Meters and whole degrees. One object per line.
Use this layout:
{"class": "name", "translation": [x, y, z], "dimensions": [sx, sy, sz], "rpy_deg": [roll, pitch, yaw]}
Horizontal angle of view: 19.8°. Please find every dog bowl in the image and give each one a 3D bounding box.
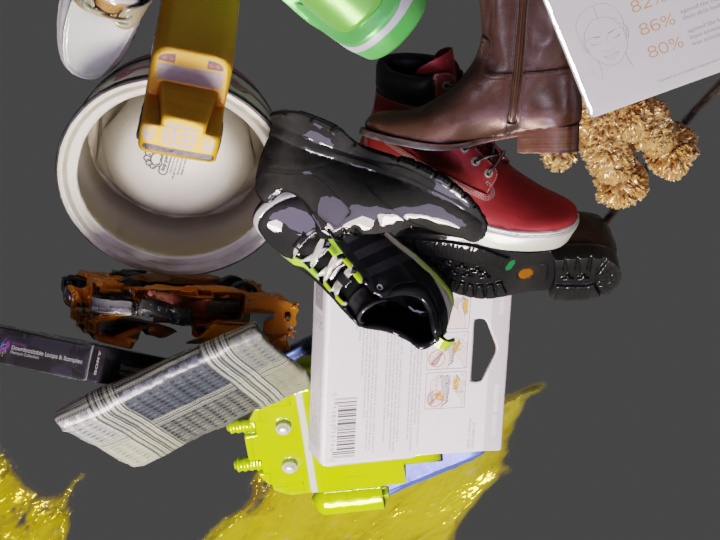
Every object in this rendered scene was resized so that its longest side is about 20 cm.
{"class": "dog bowl", "translation": [-0.155, -0.097, 1.752], "dimensions": [0.198, 0.074, 0.201], "rpy_deg": [1, 127, 1]}

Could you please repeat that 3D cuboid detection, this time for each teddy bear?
{"class": "teddy bear", "translation": [0.208, -0.134, 1.725], "dimensions": [0.144, 0.067, 0.201], "rpy_deg": [-13, 126, 7]}

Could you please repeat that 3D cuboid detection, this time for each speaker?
{"class": "speaker", "translation": [-0.041, -0.255, 1.628], "dimensions": [0.088, 0.089, 0.200], "rpy_deg": [-39, 117, 25]}

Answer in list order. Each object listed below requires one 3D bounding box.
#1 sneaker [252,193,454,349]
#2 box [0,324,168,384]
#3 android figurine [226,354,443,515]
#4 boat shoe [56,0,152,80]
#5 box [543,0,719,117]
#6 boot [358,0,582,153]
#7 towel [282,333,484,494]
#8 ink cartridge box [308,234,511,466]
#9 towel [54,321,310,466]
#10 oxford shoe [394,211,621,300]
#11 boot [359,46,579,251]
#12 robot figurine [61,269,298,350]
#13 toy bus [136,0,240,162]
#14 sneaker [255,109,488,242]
{"class": "sneaker", "translation": [0.000, 0.000, 1.724], "dimensions": [0.199, 0.083, 0.072], "rpy_deg": [29, 121, -14]}
{"class": "box", "translation": [-0.244, 0.078, 1.799], "dimensions": [0.142, 0.036, 0.200], "rpy_deg": [9, 175, 25]}
{"class": "android figurine", "translation": [-0.024, 0.150, 1.928], "dimensions": [0.198, 0.041, 0.183], "rpy_deg": [-5, 123, 1]}
{"class": "boat shoe", "translation": [-0.201, -0.231, 1.657], "dimensions": [0.074, 0.069, 0.201], "rpy_deg": [15, 125, -10]}
{"class": "box", "translation": [0.203, -0.241, 1.522], "dimensions": [0.151, 0.107, 0.201], "rpy_deg": [-19, 123, 12]}
{"class": "boot", "translation": [0.091, -0.197, 1.649], "dimensions": [0.184, 0.064, 0.202], "rpy_deg": [1, 99, 0]}
{"class": "towel", "translation": [0.016, 0.130, 1.947], "dimensions": [0.144, 0.024, 0.201], "rpy_deg": [-23, 123, 15]}
{"class": "ink cartridge box", "translation": [0.044, 0.069, 1.849], "dimensions": [0.175, 0.045, 0.202], "rpy_deg": [-3, 107, -19]}
{"class": "towel", "translation": [-0.149, 0.106, 1.782], "dimensions": [0.191, 0.035, 0.200], "rpy_deg": [-25, 161, 4]}
{"class": "oxford shoe", "translation": [0.123, -0.024, 1.797], "dimensions": [0.198, 0.085, 0.073], "rpy_deg": [5, 140, -8]}
{"class": "boot", "translation": [0.097, -0.106, 1.723], "dimensions": [0.198, 0.073, 0.145], "rpy_deg": [20, 124, 10]}
{"class": "robot figurine", "translation": [-0.162, 0.034, 1.794], "dimensions": [0.198, 0.145, 0.059], "rpy_deg": [2, 99, -24]}
{"class": "toy bus", "translation": [-0.131, -0.169, 1.619], "dimensions": [0.064, 0.201, 0.079], "rpy_deg": [11, 127, -7]}
{"class": "sneaker", "translation": [0.007, -0.059, 1.682], "dimensions": [0.199, 0.076, 0.091], "rpy_deg": [23, 92, 4]}
